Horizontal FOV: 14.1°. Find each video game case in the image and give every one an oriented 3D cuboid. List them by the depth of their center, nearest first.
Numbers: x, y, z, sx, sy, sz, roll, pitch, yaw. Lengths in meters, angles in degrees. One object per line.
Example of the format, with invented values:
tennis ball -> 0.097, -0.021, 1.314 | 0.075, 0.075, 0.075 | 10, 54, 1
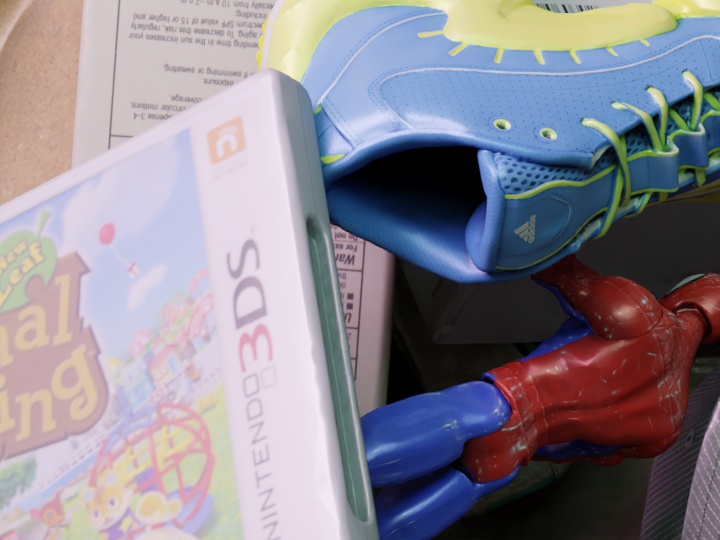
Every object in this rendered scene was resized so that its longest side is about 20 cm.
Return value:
video game case -> -0.088, 0.062, 0.771 | 0.199, 0.022, 0.183 | -25, 55, 24

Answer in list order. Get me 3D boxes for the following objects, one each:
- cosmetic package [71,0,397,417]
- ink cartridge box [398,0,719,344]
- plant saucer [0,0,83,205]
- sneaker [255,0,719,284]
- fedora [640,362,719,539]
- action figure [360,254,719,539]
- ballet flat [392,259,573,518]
cosmetic package -> -0.037, -0.042, 0.893 | 0.105, 0.071, 0.201 | 6, 92, -3
ink cartridge box -> 0.068, -0.078, 0.983 | 0.146, 0.086, 0.201 | 0, 49, -29
plant saucer -> -0.085, -0.060, 1.004 | 0.199, 0.035, 0.201 | -12, 67, 30
sneaker -> 0.069, -0.031, 0.813 | 0.199, 0.076, 0.105 | 2, 41, -2
fedora -> 0.150, 0.073, 0.885 | 0.176, 0.090, 0.201 | 12, 86, -32
action figure -> 0.015, 0.039, 0.831 | 0.199, 0.065, 0.099 | -25, 35, -17
ballet flat -> 0.000, 0.000, 0.986 | 0.062, 0.067, 0.200 | -36, 61, -4
